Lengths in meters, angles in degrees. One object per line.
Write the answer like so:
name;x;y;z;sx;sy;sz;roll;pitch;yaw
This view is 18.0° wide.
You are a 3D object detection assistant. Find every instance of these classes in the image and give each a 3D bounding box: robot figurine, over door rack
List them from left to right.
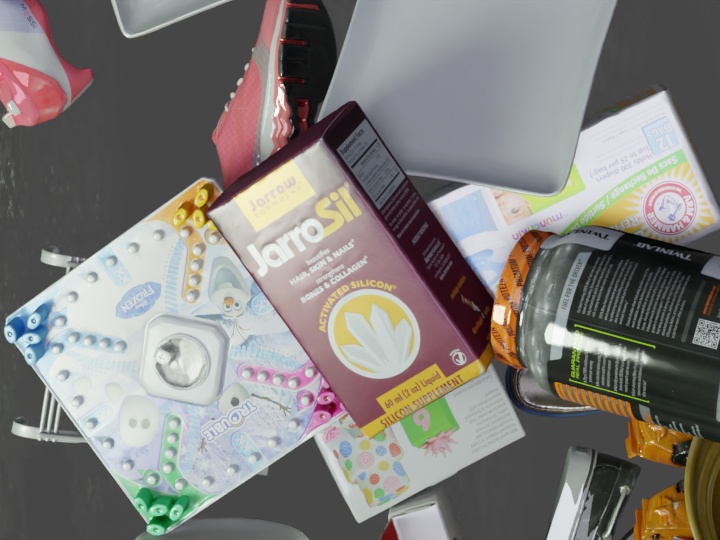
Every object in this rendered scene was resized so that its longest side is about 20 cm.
over door rack;-0.156;0.067;1.726;0.198;0.067;0.149;9;98;-11
robot figurine;0.299;0.155;1.672;0.198;0.058;0.146;4;62;-8

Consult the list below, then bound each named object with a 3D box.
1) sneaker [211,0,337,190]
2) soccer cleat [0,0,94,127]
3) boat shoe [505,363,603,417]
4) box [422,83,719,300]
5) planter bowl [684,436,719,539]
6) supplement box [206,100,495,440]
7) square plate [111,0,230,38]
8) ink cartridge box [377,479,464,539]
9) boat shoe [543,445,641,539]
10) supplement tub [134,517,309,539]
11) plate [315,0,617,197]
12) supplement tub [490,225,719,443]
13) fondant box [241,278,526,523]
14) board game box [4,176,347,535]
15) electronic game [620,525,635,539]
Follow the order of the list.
sneaker;-0.075;-0.120;1.688;0.086;0.074;0.202;4;88;32
soccer cleat;-0.280;-0.201;1.705;0.076;0.067;0.201;-33;88;-23
boat shoe;0.204;0.065;1.685;0.199;0.072;0.073;-14;93;5
box;0.156;-0.045;1.661;0.199;0.101;0.113;-26;94;7
planter bowl;0.313;0.172;1.586;0.199;0.084;0.202;3;67;-8
supplement box;0.000;0.000;1.588;0.110;0.086;0.201;-32;99;25
square plate;-0.112;-0.296;1.680;0.197;0.028;0.201;-18;89;6
ink cartridge box;0.067;0.268;1.671;0.044;0.176;0.201;-18;96;7
boat shoe;0.163;0.236;1.712;0.063;0.071;0.201;15;96;4
supplement tub;-0.104;0.298;1.705;0.143;0.144;0.202;1;98;5
plate;0.080;-0.148;1.636;0.199;0.032;0.201;9;69;23
supplement tub;0.197;0.041;1.538;0.199;0.122;0.123;15;99;22
fondant box;0.015;0.064;1.688;0.144;0.058;0.201;-27;98;-6
board game box;-0.130;0.067;1.648;0.199;0.026;0.201;-34;96;15
electronic game;0.261;0.272;1.700;0.198;0.042;0.202;0;90;-17
